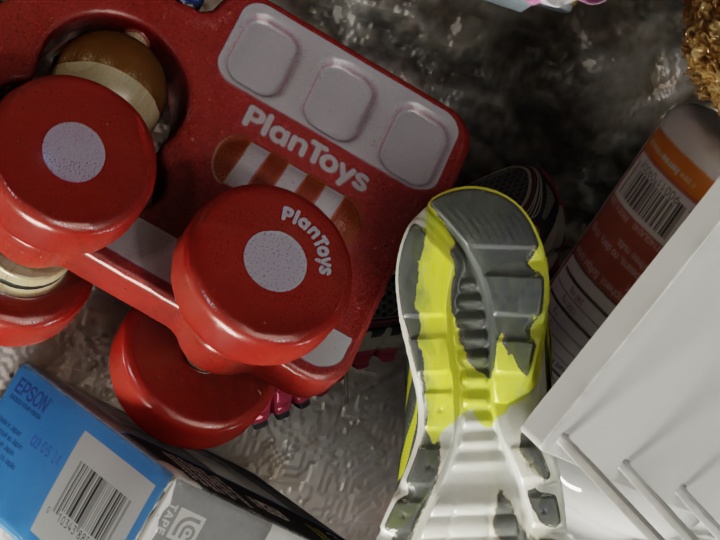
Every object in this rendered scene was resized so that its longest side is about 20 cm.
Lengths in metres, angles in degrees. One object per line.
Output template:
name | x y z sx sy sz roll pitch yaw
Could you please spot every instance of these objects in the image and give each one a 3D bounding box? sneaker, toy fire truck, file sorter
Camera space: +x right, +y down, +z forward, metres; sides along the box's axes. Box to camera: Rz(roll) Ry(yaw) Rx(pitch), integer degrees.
sneaker | 0.000 0.000 1.024 0.199 0.081 0.075 -25 115 -21
toy fire truck | -0.070 -0.042 0.939 0.199 0.112 0.169 30 58 -6
file sorter | 0.188 0.066 0.909 0.139 0.125 0.200 -52 142 11
sneaker | 0.050 0.067 0.947 0.074 0.085 0.201 5 95 9

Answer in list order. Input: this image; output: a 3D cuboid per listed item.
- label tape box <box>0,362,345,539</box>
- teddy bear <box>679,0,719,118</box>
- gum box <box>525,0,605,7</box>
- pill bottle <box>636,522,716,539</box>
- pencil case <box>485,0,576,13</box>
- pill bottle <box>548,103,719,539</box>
label tape box | -0.050 0.122 0.999 0.200 0.144 0.064 30 88 -36
teddy bear | 0.157 -0.106 0.970 0.144 0.067 0.201 -17 72 -40
gum box | 0.065 -0.206 0.891 0.066 0.113 0.201 -9 123 -57
pill bottle | 0.168 0.051 1.123 0.113 0.113 0.201 8 102 -33
pencil case | 0.084 -0.207 0.996 0.083 0.091 0.201 16 99 -35
pill bottle | 0.124 0.039 1.019 0.112 0.112 0.201 22 109 -34
